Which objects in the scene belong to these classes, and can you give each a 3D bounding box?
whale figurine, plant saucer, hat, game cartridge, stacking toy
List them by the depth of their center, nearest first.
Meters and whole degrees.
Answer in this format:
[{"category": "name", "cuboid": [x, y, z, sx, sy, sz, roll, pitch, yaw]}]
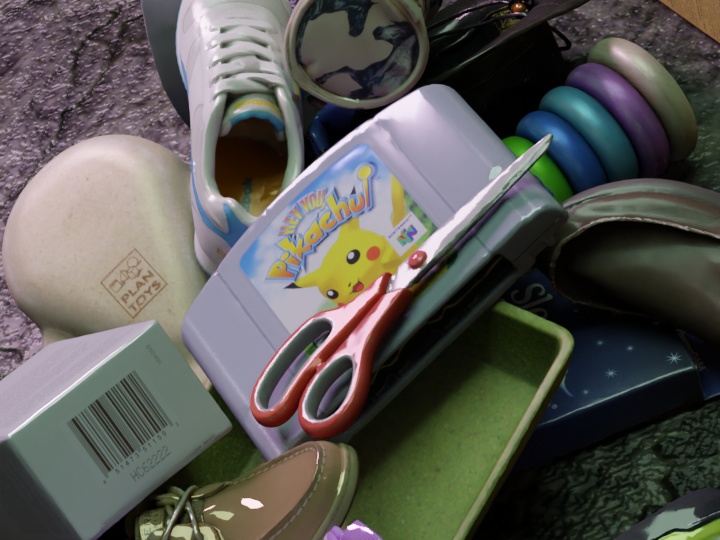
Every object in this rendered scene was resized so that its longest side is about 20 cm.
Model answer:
[{"category": "game cartridge", "cuboid": [0.000, 0.000, 1.299, 0.200, 0.040, 0.133, -44, 46, 5]}, {"category": "plant saucer", "cuboid": [0.000, 0.094, 1.301, 0.200, 0.048, 0.200, 24, 81, 39]}, {"category": "stacking toy", "cuboid": [0.098, -0.046, 1.446, 0.200, 0.085, 0.085, -39, 43, -14]}, {"category": "whale figurine", "cuboid": [-0.117, 0.014, 1.459, 0.159, 0.104, 0.200, -46, 65, 2]}, {"category": "hat", "cuboid": [0.069, -0.111, 1.512, 0.201, 0.081, 0.201, -23, 16, 7]}]

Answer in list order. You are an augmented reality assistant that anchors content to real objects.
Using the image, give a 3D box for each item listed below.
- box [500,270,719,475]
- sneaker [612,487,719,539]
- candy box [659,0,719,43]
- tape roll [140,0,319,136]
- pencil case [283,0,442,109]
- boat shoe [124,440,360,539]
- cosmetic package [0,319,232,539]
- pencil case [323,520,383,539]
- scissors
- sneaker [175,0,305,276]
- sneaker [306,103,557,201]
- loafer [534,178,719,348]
[{"category": "box", "cuboid": [0.104, 0.050, 1.365, 0.200, 0.032, 0.121, -21, 40, -3]}, {"category": "sneaker", "cuboid": [0.116, 0.182, 1.177, 0.200, 0.072, 0.083, -34, 71, 4]}, {"category": "candy box", "cuboid": [0.267, -0.185, 1.549, 0.117, 0.056, 0.200, -30, 42, -14]}, {"category": "tape roll", "cuboid": [-0.068, -0.182, 1.566, 0.066, 0.200, 0.200, -2, 42, 20]}, {"category": "pencil case", "cuboid": [0.006, -0.150, 1.432, 0.089, 0.078, 0.200, -46, 9, 16]}, {"category": "boat shoe", "cuboid": [-0.084, 0.143, 1.240, 0.200, 0.065, 0.071, -40, 27, 22]}, {"category": "cosmetic package", "cuboid": [-0.155, 0.089, 1.319, 0.101, 0.071, 0.200, -39, 10, -21]}, {"category": "pencil case", "cuboid": [-0.047, 0.213, 1.165, 0.200, 0.086, 0.084, -48, 42, -11]}, {"category": "scissors", "cuboid": [0.017, 0.002, 1.253, 0.200, 0.014, 0.073, -54, 38, -8]}, {"category": "sneaker", "cuboid": [-0.062, -0.097, 1.407, 0.076, 0.081, 0.200, -2, 68, -11]}, {"category": "sneaker", "cuboid": [0.029, -0.047, 1.369, 0.075, 0.078, 0.200, -48, 31, -18]}, {"category": "loafer", "cuboid": [0.190, 0.003, 1.316, 0.200, 0.073, 0.071, 6, 39, 5]}]
